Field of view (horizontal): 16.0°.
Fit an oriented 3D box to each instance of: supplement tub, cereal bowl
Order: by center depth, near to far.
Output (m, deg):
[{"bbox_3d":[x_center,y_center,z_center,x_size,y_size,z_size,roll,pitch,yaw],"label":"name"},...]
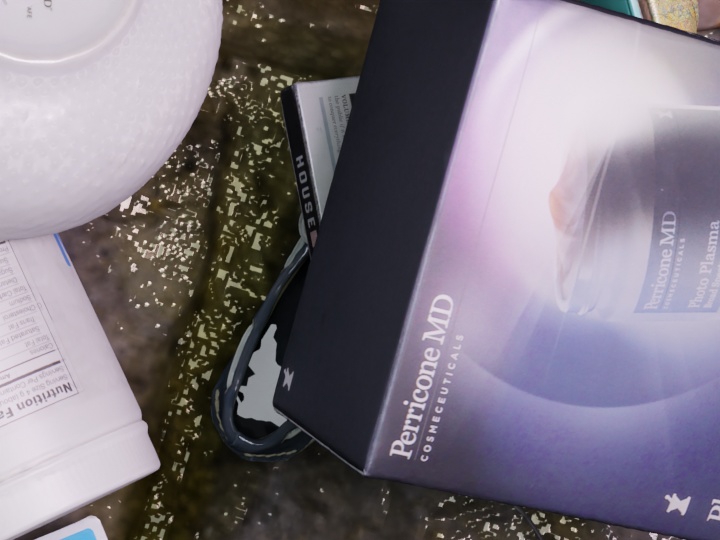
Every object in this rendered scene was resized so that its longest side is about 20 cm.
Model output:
[{"bbox_3d":[-0.145,-0.118,1.063,0.200,0.083,0.200,5,76,-22],"label":"cereal bowl"},{"bbox_3d":[-0.186,0.023,1.129,0.132,0.132,0.200,-25,88,-2],"label":"supplement tub"}]

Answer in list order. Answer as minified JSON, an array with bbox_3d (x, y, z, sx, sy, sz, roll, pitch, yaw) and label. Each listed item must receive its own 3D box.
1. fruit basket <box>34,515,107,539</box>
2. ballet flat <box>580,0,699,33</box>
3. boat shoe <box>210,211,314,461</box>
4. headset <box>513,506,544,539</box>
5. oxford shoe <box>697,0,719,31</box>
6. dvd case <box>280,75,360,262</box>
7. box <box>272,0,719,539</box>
[{"bbox_3d":[-0.165,0.234,1.136,0.185,0.094,0.200,-22,84,-2],"label":"fruit basket"},{"bbox_3d":[0.113,-0.163,1.140,0.071,0.071,0.200,-28,91,-2],"label":"ballet flat"},{"bbox_3d":[0.000,0.000,1.167,0.075,0.062,0.200,40,87,2],"label":"boat shoe"},{"bbox_3d":[0.059,0.159,1.166,0.123,0.094,0.200,12,102,1],"label":"headset"},{"bbox_3d":[0.154,-0.210,1.179,0.073,0.071,0.200,1,87,3],"label":"oxford shoe"},{"bbox_3d":[0.071,-0.021,1.149,0.200,0.025,0.150,-9,85,-24],"label":"dvd case"},{"bbox_3d":[0.094,-0.004,1.051,0.198,0.123,0.200,13,96,-21],"label":"box"}]
